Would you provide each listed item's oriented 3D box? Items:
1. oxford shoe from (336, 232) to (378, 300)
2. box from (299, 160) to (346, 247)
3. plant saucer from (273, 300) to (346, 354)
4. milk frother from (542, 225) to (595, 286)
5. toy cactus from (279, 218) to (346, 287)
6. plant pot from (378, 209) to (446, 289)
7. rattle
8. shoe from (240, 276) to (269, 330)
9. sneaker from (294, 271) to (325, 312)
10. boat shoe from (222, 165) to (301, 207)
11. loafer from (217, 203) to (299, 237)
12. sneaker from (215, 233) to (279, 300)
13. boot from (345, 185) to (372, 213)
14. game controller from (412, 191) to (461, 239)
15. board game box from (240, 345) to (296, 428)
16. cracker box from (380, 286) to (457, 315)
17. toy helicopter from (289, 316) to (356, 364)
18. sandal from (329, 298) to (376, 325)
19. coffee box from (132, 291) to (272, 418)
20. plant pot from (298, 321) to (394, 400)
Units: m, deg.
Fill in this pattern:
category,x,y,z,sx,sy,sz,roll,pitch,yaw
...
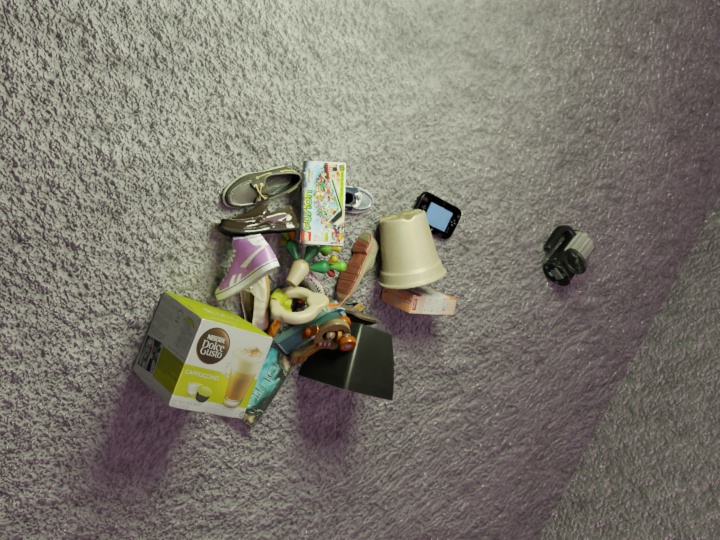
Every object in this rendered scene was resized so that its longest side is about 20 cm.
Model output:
category,x,y,z,sx,sy,sz,roll,pitch,yaw
oxford shoe,0.000,0.000,1.804,0.074,0.070,0.203,38,74,-47
box,-0.092,-0.161,1.592,0.108,0.035,0.205,2,85,-5
plant saucer,-0.132,0.155,1.717,0.198,0.019,0.070,-31,135,3
milk frother,0.794,-0.060,2.399,0.188,0.199,0.182,-47,125,-19
toy cactus,-0.138,-0.034,1.634,0.199,0.102,0.167,38,67,-15
plant pot,0.131,-0.068,1.838,0.198,0.199,0.187,-20,106,-34
rattle,-0.132,0.122,1.643,0.196,0.130,0.146,1,109,-13
shoe,-0.261,0.064,1.601,0.053,0.069,0.204,-22,121,-43
sneaker,-0.136,0.079,1.712,0.082,0.077,0.203,-35,125,-25
boat shoe,-0.231,-0.199,1.543,0.199,0.060,0.073,-28,121,-31
loafer,-0.244,-0.121,1.548,0.196,0.073,0.073,-6,88,-26
sneaker,-0.283,-0.016,1.528,0.116,0.199,0.072,59,27,3
boot,-0.024,-0.183,1.710,0.197,0.090,0.074,2,104,-41
game controller,0.228,-0.164,1.972,0.198,0.042,0.106,20,91,-43
board game box,-0.268,0.295,1.703,0.135,0.028,0.202,44,75,-40
cracker box,0.174,0.086,1.948,0.198,0.133,0.059,5,102,-42
toy helicopter,-0.115,0.186,1.691,0.199,0.080,0.131,-36,142,24
sandal,-0.027,0.110,1.834,0.198,0.081,0.056,27,65,-36
coffee box,-0.355,0.189,1.473,0.198,0.198,0.201,23,89,-43
plant pot,-0.019,0.239,1.803,0.198,0.197,0.181,23,79,-43
